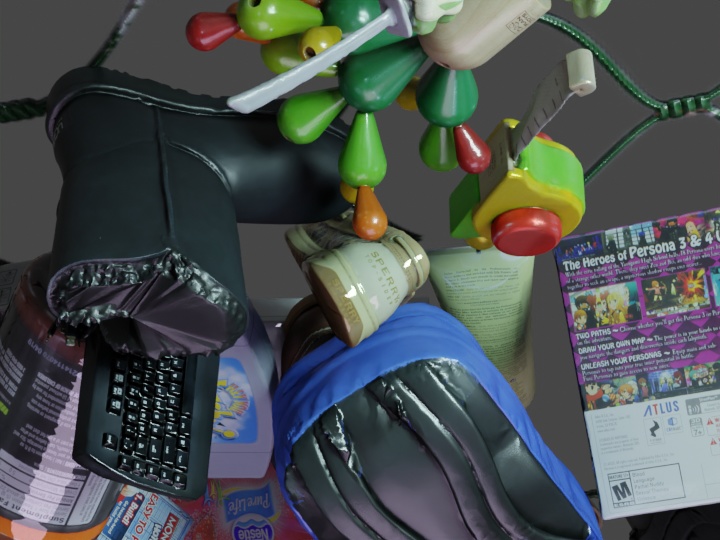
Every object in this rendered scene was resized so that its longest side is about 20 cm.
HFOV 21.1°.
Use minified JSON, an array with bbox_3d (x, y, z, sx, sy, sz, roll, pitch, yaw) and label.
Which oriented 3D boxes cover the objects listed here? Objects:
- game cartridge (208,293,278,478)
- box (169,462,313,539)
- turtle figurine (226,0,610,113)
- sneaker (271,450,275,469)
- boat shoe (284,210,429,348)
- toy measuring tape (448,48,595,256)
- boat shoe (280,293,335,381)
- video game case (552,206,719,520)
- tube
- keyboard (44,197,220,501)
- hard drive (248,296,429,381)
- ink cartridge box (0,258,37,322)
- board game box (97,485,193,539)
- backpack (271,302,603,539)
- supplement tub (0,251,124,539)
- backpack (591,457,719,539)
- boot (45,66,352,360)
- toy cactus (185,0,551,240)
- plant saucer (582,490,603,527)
[{"bbox_3d":[-0.120,0.071,1.239,0.132,0.041,0.201,-3,141,4],"label":"game cartridge"},{"bbox_3d":[-0.119,0.185,1.473,0.094,0.104,0.199,-19,164,35],"label":"box"},{"bbox_3d":[0.011,-0.154,0.829,0.193,0.202,0.143,14,-176,-36],"label":"turtle figurine"},{"bbox_3d":[0.012,0.138,1.504,0.087,0.075,0.199,-39,145,23],"label":"sneaker"},{"bbox_3d":[0.000,0.000,1.144,0.062,0.074,0.200,-29,-168,-3],"label":"boat shoe"},{"bbox_3d":[0.109,-0.061,1.095,0.073,0.074,0.200,7,152,-17],"label":"toy measuring tape"},{"bbox_3d":[-0.021,0.083,1.312,0.070,0.071,0.201,2,151,-4],"label":"boat shoe"},{"bbox_3d":[0.232,0.051,1.206,0.198,0.183,0.036,-12,178,18],"label":"video game case"},{"bbox_3d":[0.089,0.034,1.310,0.058,0.052,0.201,-41,152,-14],"label":"tube"},{"bbox_3d":[-0.118,0.021,1.054,0.103,0.202,0.040,16,142,-21],"label":"keyboard"},{"bbox_3d":[-0.054,0.057,1.364,0.198,0.027,0.132,0,153,-2],"label":"hard drive"},{"bbox_3d":[-0.186,0.070,1.306,0.161,0.057,0.201,-10,133,19],"label":"ink cartridge box"},{"bbox_3d":[-0.222,0.147,1.295,0.199,0.062,0.200,36,151,-10],"label":"board game box"},{"bbox_3d":[0.033,0.124,1.208,0.162,0.168,0.201,-36,115,4],"label":"backpack"},{"bbox_3d":[-0.182,0.094,1.140,0.106,0.107,0.201,13,120,-27],"label":"supplement tub"},{"bbox_3d":[0.264,0.126,1.349,0.166,0.164,0.200,-17,158,-24],"label":"backpack"},{"bbox_3d":[-0.077,-0.020,1.042,0.198,0.169,0.077,13,132,-24],"label":"boot"},{"bbox_3d":[0.021,-0.104,0.996,0.164,0.103,0.200,-28,136,25],"label":"toy cactus"},{"bbox_3d":[0.082,0.172,1.449,0.198,0.036,0.201,1,157,0],"label":"plant saucer"}]
